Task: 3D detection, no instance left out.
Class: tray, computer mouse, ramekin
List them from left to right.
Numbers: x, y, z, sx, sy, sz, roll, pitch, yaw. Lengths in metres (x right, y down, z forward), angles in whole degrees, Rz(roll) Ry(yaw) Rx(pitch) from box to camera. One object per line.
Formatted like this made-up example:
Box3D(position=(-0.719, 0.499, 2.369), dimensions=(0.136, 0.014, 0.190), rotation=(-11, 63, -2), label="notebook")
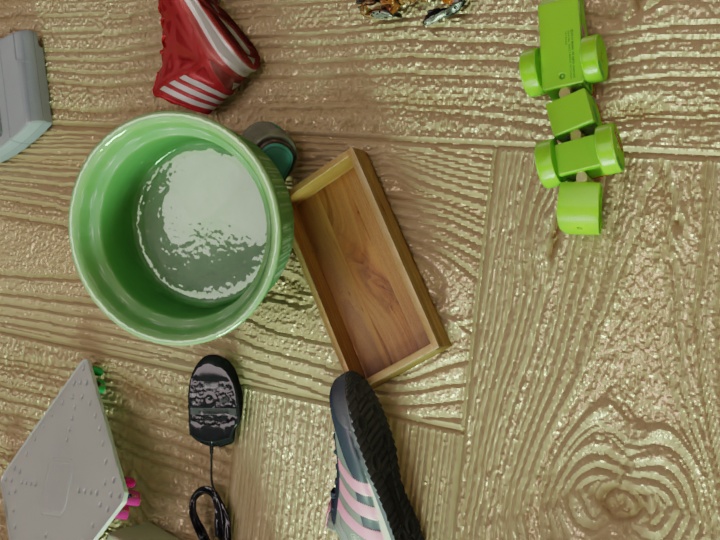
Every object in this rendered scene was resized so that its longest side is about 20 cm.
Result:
Box3D(position=(-0.155, -0.041, 0.819), dimensions=(0.196, 0.098, 0.205), rotation=(1, 97, 10), label="ramekin")
Box3D(position=(-0.146, 0.187, 0.911), dimensions=(0.057, 0.034, 0.205), rotation=(2, 93, 12), label="computer mouse")
Box3D(position=(0.000, 0.000, 0.834), dimensions=(0.098, 0.037, 0.203), rotation=(-30, 75, 24), label="tray")

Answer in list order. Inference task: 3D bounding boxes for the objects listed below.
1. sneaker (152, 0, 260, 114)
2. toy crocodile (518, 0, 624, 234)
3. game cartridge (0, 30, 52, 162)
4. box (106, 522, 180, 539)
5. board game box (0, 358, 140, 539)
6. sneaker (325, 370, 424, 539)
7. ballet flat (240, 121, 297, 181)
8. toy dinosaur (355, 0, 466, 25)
Box3D(position=(-0.199, -0.249, 0.934), dimensions=(0.115, 0.078, 0.201), rotation=(-42, 68, 19), label="sneaker")
Box3D(position=(0.176, -0.130, 0.735), dimensions=(0.066, 0.061, 0.204), rotation=(-12, 77, 28), label="toy crocodile")
Box3D(position=(-0.463, -0.198, 1.100), dimensions=(0.197, 0.041, 0.136), rotation=(-15, 84, 27), label="game cartridge")
Box3D(position=(-0.170, 0.332, 0.891), dimensions=(0.197, 0.068, 0.084), rotation=(20, 96, 28), label="box")
Box3D(position=(-0.317, 0.234, 0.962), dimensions=(0.201, 0.026, 0.201), rotation=(-51, 44, 17), label="board game box")
Box3D(position=(-0.006, 0.193, 0.793), dimensions=(0.081, 0.070, 0.204), rotation=(-16, 90, 27), label="sneaker")
Box3D(position=(-0.130, -0.058, 0.902), dimensions=(0.202, 0.067, 0.064), rotation=(-57, 38, 14), label="ballet flat")
Box3D(position=(0.077, -0.301, 0.793), dimensions=(0.197, 0.102, 0.138), rotation=(-23, 92, 7), label="toy dinosaur")
